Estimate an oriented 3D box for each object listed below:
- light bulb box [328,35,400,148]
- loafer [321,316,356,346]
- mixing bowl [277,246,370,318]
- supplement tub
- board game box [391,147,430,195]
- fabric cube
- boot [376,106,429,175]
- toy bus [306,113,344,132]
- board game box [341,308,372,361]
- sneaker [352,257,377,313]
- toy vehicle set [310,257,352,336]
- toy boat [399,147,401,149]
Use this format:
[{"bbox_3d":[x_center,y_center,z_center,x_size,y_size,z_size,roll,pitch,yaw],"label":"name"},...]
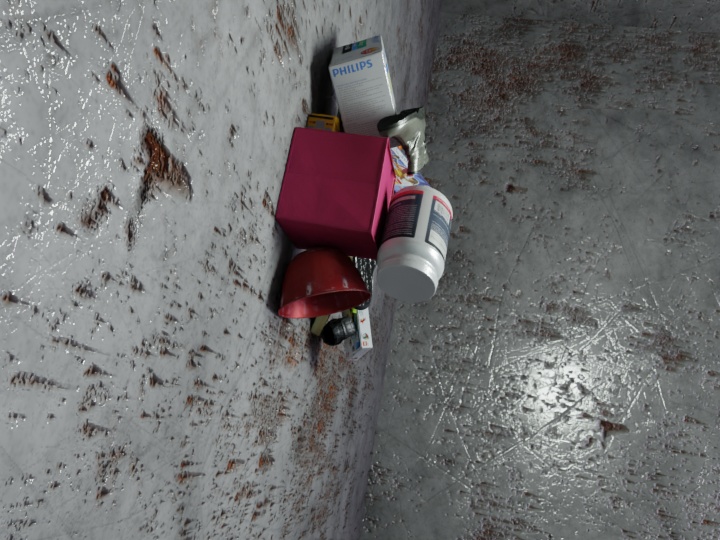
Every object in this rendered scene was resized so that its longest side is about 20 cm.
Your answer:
[{"bbox_3d":[0.013,-0.392,1.405,0.200,0.121,0.205,-89,165,-62],"label":"light bulb box"},{"bbox_3d":[-0.073,0.162,1.642,0.070,0.069,0.200,70,-22,6],"label":"loafer"},{"bbox_3d":[-0.082,0.019,1.295,0.200,0.194,0.112,57,21,-75],"label":"mixing bowl"},{"bbox_3d":[0.109,-0.055,1.272,0.142,0.136,0.204,83,18,-55],"label":"supplement tub"},{"bbox_3d":[0.080,-0.226,1.475,0.133,0.202,0.035,-4,137,-39],"label":"board game box"},{"bbox_3d":[-0.042,-0.153,1.293,0.197,0.193,0.206,61,38,-72],"label":"fabric cube"},{"bbox_3d":[0.101,-0.262,1.309,0.200,0.066,0.135,-39,122,-58],"label":"boot"},{"bbox_3d":[-0.069,-0.284,1.412,0.200,0.063,0.081,59,40,-74],"label":"toy bus"},{"bbox_3d":[-0.015,0.121,1.644,0.126,0.034,0.206,132,-45,-61],"label":"board game box"},{"bbox_3d":[0.000,0.000,1.537,0.083,0.070,0.206,167,-64,-74],"label":"sneaker"},{"bbox_3d":[-0.065,0.054,1.602,0.204,0.026,0.125,-65,179,27],"label":"toy vehicle set"},{"bbox_3d":[0.061,-0.380,1.904,0.132,0.126,0.205,81,19,-57],"label":"toy boat"}]
